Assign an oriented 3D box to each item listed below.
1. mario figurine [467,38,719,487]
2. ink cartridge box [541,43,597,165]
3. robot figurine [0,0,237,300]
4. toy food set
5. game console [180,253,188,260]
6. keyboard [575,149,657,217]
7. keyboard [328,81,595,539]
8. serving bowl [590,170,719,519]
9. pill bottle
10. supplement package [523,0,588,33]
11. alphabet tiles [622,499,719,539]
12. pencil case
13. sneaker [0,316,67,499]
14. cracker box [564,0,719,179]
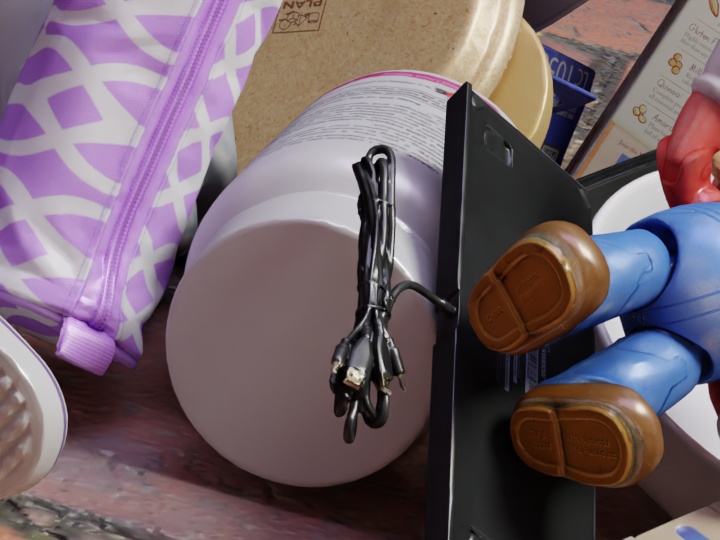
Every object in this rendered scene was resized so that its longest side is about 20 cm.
[{"bbox_3d":[0.130,-0.006,0.821,0.106,0.124,0.200,27,36,31],"label":"mario figurine"},{"bbox_3d":[0.014,-0.095,1.195,0.200,0.076,0.136,24,4,37],"label":"ink cartridge box"},{"bbox_3d":[-0.110,-0.084,1.020,0.113,0.170,0.200,7,56,-24],"label":"robot figurine"},{"bbox_3d":[-0.015,-0.101,1.087,0.200,0.198,0.049,-15,-34,18],"label":"toy food set"},{"bbox_3d":[-0.075,-0.047,1.165,0.200,0.031,0.177,21,18,26],"label":"game console"},{"bbox_3d":[0.149,-0.004,1.108,0.200,0.104,0.040,-19,-4,-38],"label":"keyboard"},{"bbox_3d":[0.033,0.021,0.807,0.127,0.021,0.200,38,39,-34],"label":"keyboard"},{"bbox_3d":[0.162,0.049,0.926,0.200,0.066,0.200,14,39,-12],"label":"serving bowl"},{"bbox_3d":[0.000,0.000,0.924,0.113,0.114,0.200,15,18,7],"label":"pill bottle"},{"bbox_3d":[0.145,-0.223,1.149,0.200,0.111,0.156,-39,6,-31],"label":"supplement package"},{"bbox_3d":[0.136,0.119,0.734,0.200,0.008,0.167,-17,36,-34],"label":"alphabet tiles"},{"bbox_3d":[-0.076,-0.064,0.898,0.084,0.200,0.085,26,-6,-42],"label":"pencil case"},{"bbox_3d":[-0.158,0.015,0.839,0.200,0.073,0.114,22,16,27],"label":"sneaker"},{"bbox_3d":[0.163,-0.096,1.198,0.058,0.200,0.134,32,19,1],"label":"cracker box"}]
